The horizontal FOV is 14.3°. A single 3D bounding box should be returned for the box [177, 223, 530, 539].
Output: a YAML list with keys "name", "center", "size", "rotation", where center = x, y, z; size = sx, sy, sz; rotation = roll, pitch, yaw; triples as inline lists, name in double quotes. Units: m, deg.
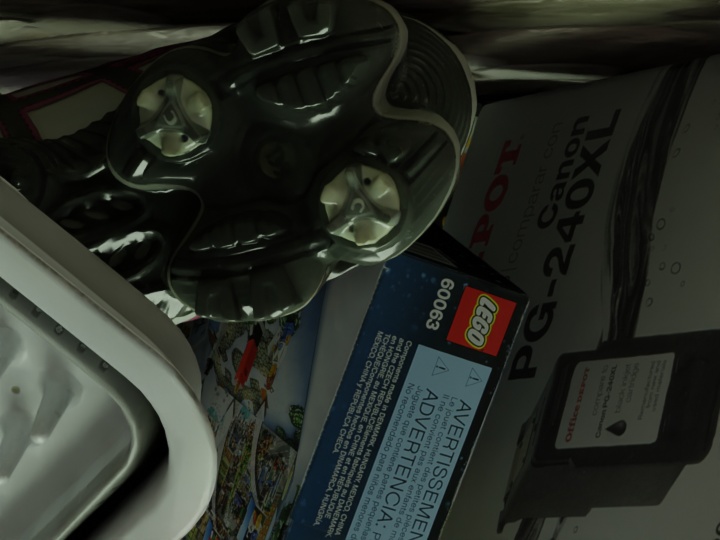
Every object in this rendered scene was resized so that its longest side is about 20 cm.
- name: "box"
  center: [-0.025, 0.042, 0.737]
  size: [0.038, 0.137, 0.200]
  rotation: [17, -172, -18]

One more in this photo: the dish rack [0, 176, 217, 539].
- name: "dish rack"
  center: [-0.136, 0.030, 0.600]
  size: [0.200, 0.171, 0.044]
  rotation: [-43, -167, 34]

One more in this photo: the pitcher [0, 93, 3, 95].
- name: "pitcher"
  center: [-0.151, -0.005, 0.724]
  size: [0.199, 0.122, 0.172]
  rotation: [10, 159, -5]

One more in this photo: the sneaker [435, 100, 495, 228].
- name: "sneaker"
  center: [0.000, 0.000, 0.864]
  size: [0.070, 0.091, 0.200]
  rotation: [2, 176, -33]

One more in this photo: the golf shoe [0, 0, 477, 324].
- name: "golf shoe"
  center: [-0.066, -0.008, 0.649]
  size: [0.199, 0.078, 0.088]
  rotation: [-14, -174, 15]

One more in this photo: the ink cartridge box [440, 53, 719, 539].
- name: "ink cartridge box"
  center: [0.094, 0.028, 0.679]
  size: [0.083, 0.146, 0.200]
  rotation: [30, 158, -30]
